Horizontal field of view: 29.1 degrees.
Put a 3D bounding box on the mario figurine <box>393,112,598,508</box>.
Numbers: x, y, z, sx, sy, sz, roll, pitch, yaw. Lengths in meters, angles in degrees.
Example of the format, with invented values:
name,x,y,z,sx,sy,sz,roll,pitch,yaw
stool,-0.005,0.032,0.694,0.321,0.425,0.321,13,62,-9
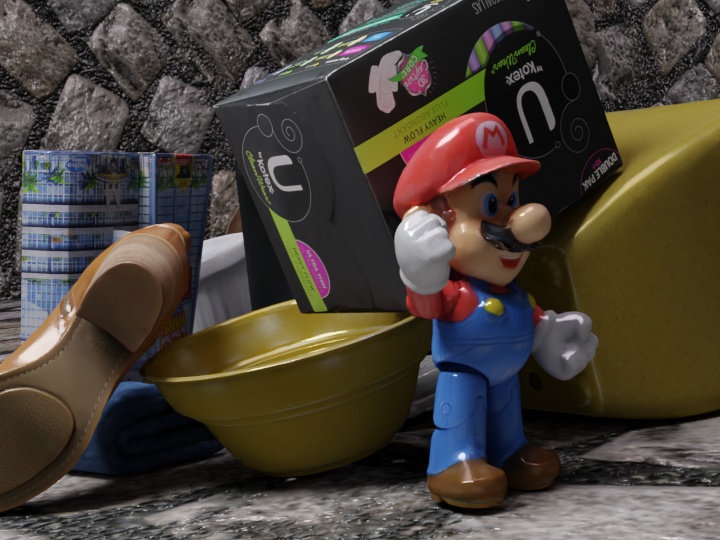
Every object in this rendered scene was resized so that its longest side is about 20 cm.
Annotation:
name,x,y,z,sx,sy,sz,roll,pitch,yaw
mario figurine,0.073,0.019,0.725,0.104,0.203,0.123,-5,4,5

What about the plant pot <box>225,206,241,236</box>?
name,x,y,z,sx,sy,sz,roll,pitch,yaw
plant pot,-0.022,0.003,1.520,0.185,0.190,0.199,-8,19,-37

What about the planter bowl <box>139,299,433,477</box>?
name,x,y,z,sx,sy,sz,roll,pitch,yaw
planter bowl,-0.030,0.073,0.857,0.198,0.085,0.200,-14,8,2

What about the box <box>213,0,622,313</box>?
name,x,y,z,sx,sy,sz,roll,pitch,yaw
box,0.039,-0.083,0.859,0.199,0.150,0.124,-35,19,-34

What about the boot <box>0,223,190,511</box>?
name,x,y,z,sx,sy,sz,roll,pitch,yaw
boot,-0.173,0.055,0.857,0.200,0.074,0.155,-44,8,8

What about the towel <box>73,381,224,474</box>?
name,x,y,z,sx,sy,sz,roll,pitch,yaw
towel,-0.192,0.106,0.975,0.198,0.049,0.111,-1,6,45

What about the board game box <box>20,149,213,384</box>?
name,x,y,z,sx,sy,sz,roll,pitch,yaw
board game box,-0.183,0.010,1.071,0.061,0.203,0.200,2,5,20

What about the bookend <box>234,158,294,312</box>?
name,x,y,z,sx,sy,sz,roll,pitch,yaw
bookend,0.000,0.000,1.139,0.091,0.202,0.199,-5,2,32

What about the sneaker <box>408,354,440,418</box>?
name,x,y,z,sx,sy,sz,roll,pitch,yaw
sneaker,-0.022,0.070,0.998,0.197,0.083,0.075,-5,4,10

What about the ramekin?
name,x,y,z,sx,sy,sz,roll,pitch,yaw
ramekin,-0.182,0.042,1.312,0.200,0.095,0.202,-20,9,3

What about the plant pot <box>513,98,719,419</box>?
name,x,y,z,sx,sy,sz,roll,pitch,yaw
plant pot,0.174,0.006,0.967,0.199,0.197,0.194,-24,14,-35

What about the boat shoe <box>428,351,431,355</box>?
name,x,y,z,sx,sy,sz,roll,pitch,yaw
boat shoe,0.036,0.015,1.024,0.063,0.204,0.073,-23,38,-29
